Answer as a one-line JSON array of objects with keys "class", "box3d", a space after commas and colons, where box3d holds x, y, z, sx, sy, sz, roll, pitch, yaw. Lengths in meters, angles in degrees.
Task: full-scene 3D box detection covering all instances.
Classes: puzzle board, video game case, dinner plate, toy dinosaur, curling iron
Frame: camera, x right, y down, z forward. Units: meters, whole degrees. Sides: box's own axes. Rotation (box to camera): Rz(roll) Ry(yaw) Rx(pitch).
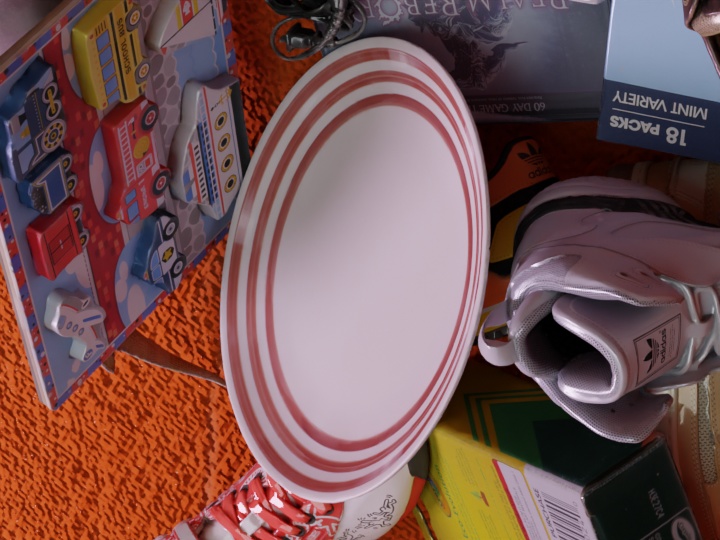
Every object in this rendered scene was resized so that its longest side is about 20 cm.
[{"class": "puzzle board", "box3d": [-0.099, -0.048, 0.990, 0.017, 0.151, 0.200, 29, 148, 25]}, {"class": "video game case", "box3d": [0.033, -0.154, 0.971, 0.142, 0.019, 0.201, 0, 119, 29]}, {"class": "dinner plate", "box3d": [0.000, 0.000, 0.991, 0.024, 0.201, 0.200, 10, 140, -33]}, {"class": "toy dinosaur", "box3d": [-0.135, 0.010, 1.102, 0.058, 0.200, 0.101, -33, 63, 5]}, {"class": "curling iron", "box3d": [-0.079, -0.161, 1.006, 0.200, 0.026, 0.050, 40, 129, 9]}]

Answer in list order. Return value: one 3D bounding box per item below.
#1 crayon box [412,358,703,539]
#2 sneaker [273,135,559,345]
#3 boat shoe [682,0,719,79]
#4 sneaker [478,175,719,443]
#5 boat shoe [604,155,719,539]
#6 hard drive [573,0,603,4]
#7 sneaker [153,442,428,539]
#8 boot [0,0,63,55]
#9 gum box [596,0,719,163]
[{"class": "crayon box", "box3d": [0.084, 0.115, 1.053, 0.200, 0.051, 0.127, 20, 137, 59]}, {"class": "sneaker", "box3d": [0.017, -0.005, 1.053, 0.200, 0.070, 0.090, -14, 90, 39]}, {"class": "boat shoe", "box3d": [0.150, -0.107, 0.832, 0.072, 0.072, 0.200, -2, 120, 24]}, {"class": "sneaker", "box3d": [0.144, 0.021, 0.893, 0.199, 0.115, 0.075, 9, 119, 18]}, {"class": "boat shoe", "box3d": [0.159, 0.046, 1.000, 0.076, 0.072, 0.200, -8, 116, 19]}, {"class": "hard drive", "box3d": [0.047, -0.214, 0.892, 0.132, 0.025, 0.201, 16, 117, 22]}, {"class": "sneaker", "box3d": [-0.046, 0.126, 1.101, 0.067, 0.108, 0.201, 54, 147, 9]}, {"class": "boot", "box3d": [-0.169, -0.119, 1.017, 0.166, 0.072, 0.201, 9, 123, 6]}, {"class": "gum box", "box3d": [0.185, -0.128, 0.878, 0.169, 0.045, 0.201, 12, 124, 14]}]
